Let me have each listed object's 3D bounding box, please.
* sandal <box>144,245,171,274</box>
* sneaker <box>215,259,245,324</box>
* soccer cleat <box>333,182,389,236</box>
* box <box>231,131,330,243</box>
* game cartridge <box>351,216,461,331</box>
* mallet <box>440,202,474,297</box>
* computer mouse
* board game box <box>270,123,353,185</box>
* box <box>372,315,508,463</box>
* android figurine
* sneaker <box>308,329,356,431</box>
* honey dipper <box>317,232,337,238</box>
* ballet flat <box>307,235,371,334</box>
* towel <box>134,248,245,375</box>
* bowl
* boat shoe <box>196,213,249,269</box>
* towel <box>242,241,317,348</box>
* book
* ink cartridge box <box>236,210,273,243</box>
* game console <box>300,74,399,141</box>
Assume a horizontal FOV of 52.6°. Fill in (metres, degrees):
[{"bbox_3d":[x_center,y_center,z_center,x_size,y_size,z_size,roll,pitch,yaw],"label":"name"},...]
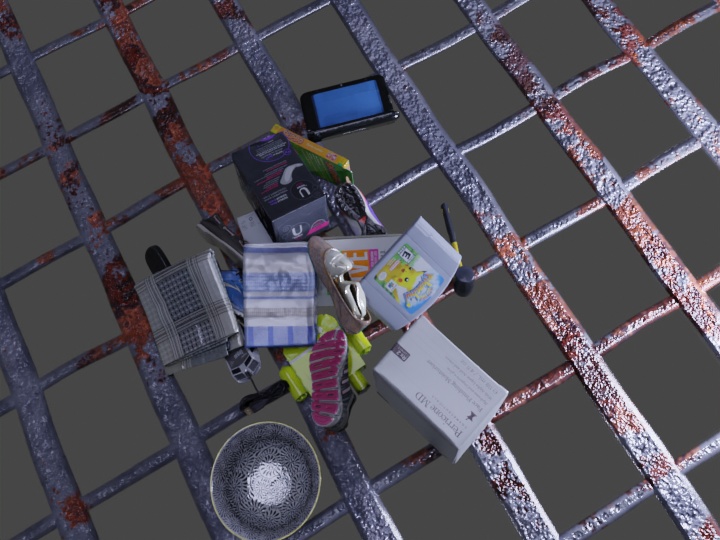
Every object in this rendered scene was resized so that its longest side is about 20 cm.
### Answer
[{"bbox_3d":[-0.366,0.034,1.465,0.045,0.075,0.202,-18,73,-49],"label":"sandal"},{"bbox_3d":[-0.244,0.042,1.446,0.198,0.079,0.090,34,78,15],"label":"sneaker"},{"bbox_3d":[0.014,-0.087,1.483,0.068,0.073,0.202,-31,88,9],"label":"soccer cleat"},{"bbox_3d":[-0.159,-0.158,1.456,0.121,0.107,0.201,-26,58,-13],"label":"box"},{"bbox_3d":[0.093,0.014,1.398,0.133,0.041,0.200,41,101,-10],"label":"game cartridge"},{"bbox_3d":[0.189,-0.051,1.451,0.040,0.066,0.204,-9,69,-3],"label":"mallet"},{"bbox_3d":[-0.220,0.174,1.409,0.109,0.044,0.202,-38,68,17],"label":"computer mouse"},{"bbox_3d":[-0.095,-0.233,1.525,0.198,0.096,0.030,31,73,14],"label":"board game box"},{"bbox_3d":[0.136,0.215,1.286,0.198,0.201,0.131,41,77,17],"label":"box"},{"bbox_3d":[-0.072,0.168,1.406,0.180,0.041,0.201,-33,73,-7],"label":"android figurine"},{"bbox_3d":[-0.048,0.207,1.340,0.072,0.088,0.203,-12,50,15],"label":"sneaker"},{"bbox_3d":[-0.100,-0.091,1.506,0.199,0.038,0.038,40,77,18],"label":"honey dipper"},{"bbox_3d":[-0.032,0.020,1.367,0.068,0.067,0.203,-28,93,-47],"label":"ballet flat"},{"bbox_3d":[-0.331,0.086,1.400,0.190,0.034,0.203,-22,89,16],"label":"towel"},{"bbox_3d":[-0.162,0.380,1.306,0.196,0.094,0.205,-1,70,4],"label":"bowl"},{"bbox_3d":[-0.260,-0.062,1.469,0.057,0.067,0.199,-43,50,-18],"label":"boat shoe"},{"bbox_3d":[-0.152,0.045,1.386,0.144,0.024,0.204,0,85,-5],"label":"towel"},{"bbox_3d":[0.000,0.000,1.438,0.196,0.048,0.136,-3,99,4],"label":"book"},{"bbox_3d":[-0.176,-0.035,1.490,0.098,0.039,0.203,-21,68,-4],"label":"ink cartridge box"},{"bbox_3d":[-0.028,-0.352,1.557,0.196,0.176,0.119,-14,97,0],"label":"game console"}]
